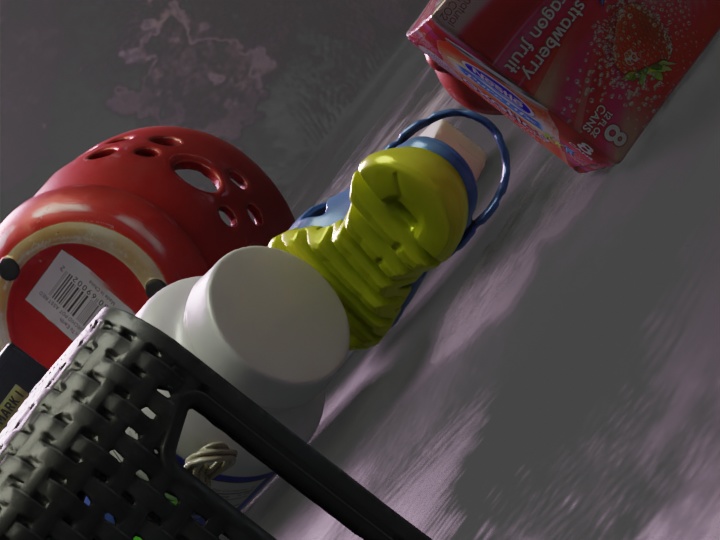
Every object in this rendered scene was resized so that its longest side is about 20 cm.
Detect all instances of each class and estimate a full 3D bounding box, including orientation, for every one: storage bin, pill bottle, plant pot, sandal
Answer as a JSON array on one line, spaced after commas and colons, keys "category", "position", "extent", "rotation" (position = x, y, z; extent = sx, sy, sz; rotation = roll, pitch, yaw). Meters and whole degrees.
[{"category": "storage bin", "position": [-0.061, 0.100, 0.811], "extent": [0.094, 0.135, 0.200], "rotation": [-53, 5, -15]}, {"category": "pill bottle", "position": [-0.087, 0.073, 1.434], "extent": [0.200, 0.112, 0.112], "rotation": [-49, 6, 45]}, {"category": "plant pot", "position": [-0.159, 0.016, 1.883], "extent": [0.201, 0.200, 0.182], "rotation": [-50, -5, 25]}, {"category": "sandal", "position": [0.018, -0.023, 1.401], "extent": [0.087, 0.080, 0.200], "rotation": [-44, 5, -33]}]

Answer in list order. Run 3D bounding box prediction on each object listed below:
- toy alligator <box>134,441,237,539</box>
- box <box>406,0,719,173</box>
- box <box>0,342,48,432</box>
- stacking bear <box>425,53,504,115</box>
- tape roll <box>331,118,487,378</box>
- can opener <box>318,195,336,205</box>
[{"category": "toy alligator", "position": [-0.111, 0.160, 1.405], "extent": [0.200, 0.059, 0.054], "rotation": [-49, 46, 44]}, {"category": "box", "position": [0.119, -0.148, 1.128], "extent": [0.200, 0.100, 0.095], "rotation": [-53, 5, -3]}, {"category": "box", "position": [-0.202, 0.167, 1.586], "extent": [0.200, 0.157, 0.051], "rotation": [-54, 5, -14]}, {"category": "stacking bear", "position": [0.094, -0.167, 1.522], "extent": [0.114, 0.121, 0.200], "rotation": [-45, 16, 45]}, {"category": "tape roll", "position": [0.000, 0.000, 1.591], "extent": [0.203, 0.037, 0.203], "rotation": [-53, 4, 5]}, {"category": "can opener", "position": [-0.052, 0.047, 1.779], "extent": [0.200, 0.053, 0.067], "rotation": [-53, 37, -3]}]
